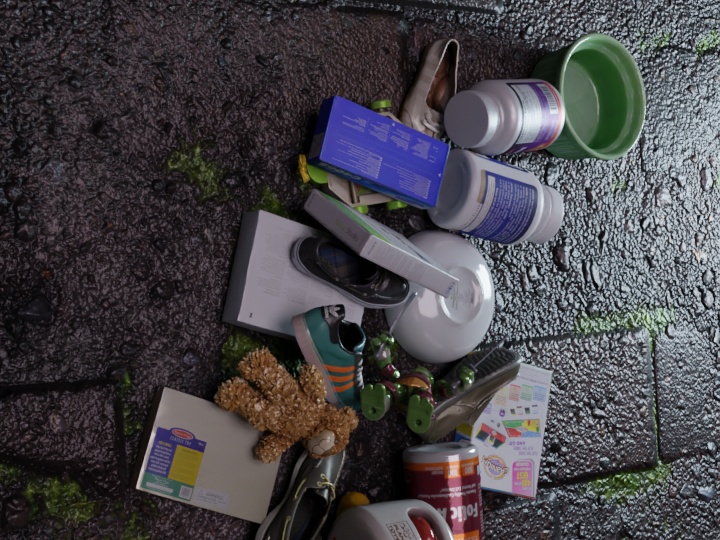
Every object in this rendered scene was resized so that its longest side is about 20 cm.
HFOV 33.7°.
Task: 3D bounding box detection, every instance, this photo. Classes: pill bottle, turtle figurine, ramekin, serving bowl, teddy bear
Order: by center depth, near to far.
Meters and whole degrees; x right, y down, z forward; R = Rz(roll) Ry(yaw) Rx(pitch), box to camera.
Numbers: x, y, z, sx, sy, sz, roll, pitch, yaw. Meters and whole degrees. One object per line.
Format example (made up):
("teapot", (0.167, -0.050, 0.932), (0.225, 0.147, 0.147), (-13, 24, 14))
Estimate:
("teddy bear", (-0.094, 0.184, 1.550), (0.144, 0.067, 0.201), (-37, 112, -5))
("turtle figurine", (0.078, 0.131, 1.626), (0.144, 0.200, 0.194), (44, 21, 1))
("pill bottle", (0.122, 0.356, 1.713), (0.113, 0.113, 0.204), (-3, 88, -35))
("serving bowl", (0.131, 0.038, 1.771), (0.198, 0.065, 0.204), (2, 86, -36))
("pill bottle", (0.215, -0.232, 1.794), (0.198, 0.110, 0.113), (-12, 94, -49))
("pill bottle", (0.208, -0.104, 1.801), (0.198, 0.119, 0.122), (13, 79, -33))
("ramekin", (0.363, -0.276, 1.934), (0.197, 0.097, 0.204), (3, 85, -35))

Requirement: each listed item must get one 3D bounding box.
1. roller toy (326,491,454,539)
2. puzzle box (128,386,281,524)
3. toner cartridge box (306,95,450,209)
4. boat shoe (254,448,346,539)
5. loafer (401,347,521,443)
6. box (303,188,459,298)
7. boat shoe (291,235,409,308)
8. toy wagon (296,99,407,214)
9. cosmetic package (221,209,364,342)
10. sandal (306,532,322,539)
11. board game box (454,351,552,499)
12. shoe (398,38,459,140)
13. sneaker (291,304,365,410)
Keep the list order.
("roller toy", (0.037, 0.406, 1.609), (0.138, 0.181, 0.204), (0, 87, -34))
("puzzle box", (-0.195, 0.243, 1.553), (0.198, 0.025, 0.135), (24, 74, -32))
("toner cartridge box", (0.027, -0.164, 1.671), (0.198, 0.043, 0.097), (20, 79, -27))
("boat shoe", (-0.067, 0.310, 1.604), (0.072, 0.060, 0.203), (56, 51, -30))
("loafer", (0.155, 0.186, 1.759), (0.198, 0.075, 0.070), (-30, 119, -5))
("box", (0.029, -0.036, 1.627), (0.199, 0.144, 0.037), (27, 99, -45))
("boat shoe", (0.000, 0.000, 1.620), (0.198, 0.066, 0.071), (27, 72, -32))
("toy wagon", (-0.009, -0.158, 1.697), (0.197, 0.039, 0.158), (-11, 93, -30))
("cosmetic package", (-0.083, 0.019, 1.630), (0.198, 0.051, 0.153), (18, 75, -34))
("sandal", (-0.071, 0.458, 1.607), (0.056, 0.080, 0.205), (-3, 85, -10))
("board game box", (0.218, 0.240, 1.834), (0.151, 0.040, 0.203), (17, 77, -33))
("shoe", (0.106, -0.255, 1.777), (0.069, 0.053, 0.203), (20, 78, -31))
("sneaker", (-0.022, 0.121, 1.599), (0.201, 0.079, 0.072), (62, 11, -45))
